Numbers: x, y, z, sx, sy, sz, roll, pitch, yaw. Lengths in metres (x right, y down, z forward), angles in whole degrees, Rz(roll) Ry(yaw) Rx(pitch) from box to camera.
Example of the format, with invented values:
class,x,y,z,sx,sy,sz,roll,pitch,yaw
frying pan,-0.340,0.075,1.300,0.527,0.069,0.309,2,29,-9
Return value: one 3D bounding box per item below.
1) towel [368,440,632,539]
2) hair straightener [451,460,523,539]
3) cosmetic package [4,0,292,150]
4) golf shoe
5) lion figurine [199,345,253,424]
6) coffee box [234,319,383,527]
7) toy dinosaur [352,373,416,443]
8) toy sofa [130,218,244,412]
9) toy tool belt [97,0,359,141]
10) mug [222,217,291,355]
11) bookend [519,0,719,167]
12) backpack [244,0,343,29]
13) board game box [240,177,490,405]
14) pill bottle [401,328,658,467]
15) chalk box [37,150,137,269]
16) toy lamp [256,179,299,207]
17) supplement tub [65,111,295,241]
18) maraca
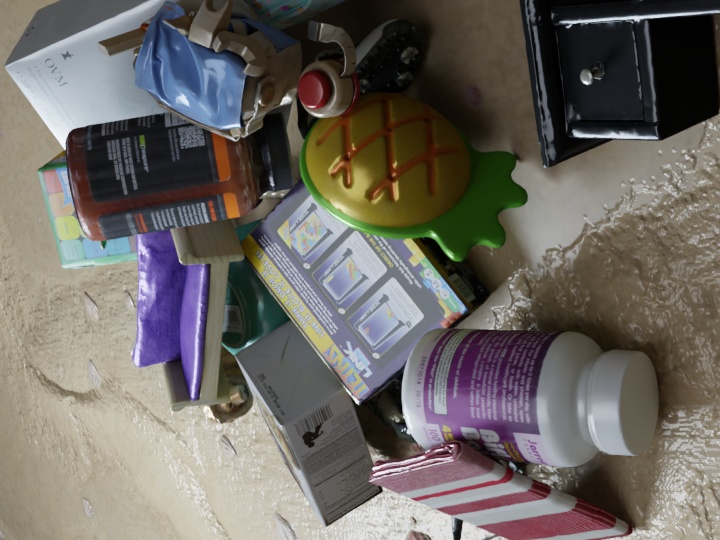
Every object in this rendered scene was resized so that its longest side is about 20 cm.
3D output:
class,x,y,z,sx,sy,sz,roll,pitch,yaw
towel,0.124,0.203,1.048,0.144,0.199,0.023,-26,43,54
hair straightener,0.118,0.189,1.124,0.076,0.041,0.202,16,111,30
cosmetic package,-0.202,-0.186,1.162,0.198,0.124,0.200,-20,125,19
golf shoe,-0.013,-0.179,1.094,0.200,0.077,0.089,-48,63,51
lion figurine,-0.173,0.083,1.389,0.201,0.122,0.073,55,142,18
coffee box,-0.051,0.163,1.237,0.113,0.079,0.201,50,165,40
toy dinosaur,0.050,0.153,1.205,0.200,0.047,0.089,38,152,32
toy sofa,-0.178,0.041,1.183,0.083,0.097,0.202,-117,29,-49
toy tool belt,-0.112,-0.164,0.970,0.199,0.122,0.126,23,114,30
mug,-0.103,0.013,1.270,0.152,0.114,0.186,47,139,26
bookend,0.211,-0.174,0.791,0.198,0.092,0.202,10,117,49
backpack,-0.047,-0.288,1.017,0.199,0.166,0.128,-6,108,59
board game box,0.000,0.000,1.118,0.165,0.057,0.201,-42,82,33
pill bottle,0.143,0.106,0.989,0.198,0.112,0.113,-1,108,37
chalk box,-0.291,-0.081,1.370,0.122,0.200,0.126,-6,108,8
toy lamp,-0.070,-0.086,1.228,0.199,0.058,0.059,9,114,51
supplement tub,-0.162,-0.093,1.074,0.107,0.198,0.108,171,90,-86
maraca,0.043,-0.082,1.002,0.198,0.138,0.107,25,158,14
